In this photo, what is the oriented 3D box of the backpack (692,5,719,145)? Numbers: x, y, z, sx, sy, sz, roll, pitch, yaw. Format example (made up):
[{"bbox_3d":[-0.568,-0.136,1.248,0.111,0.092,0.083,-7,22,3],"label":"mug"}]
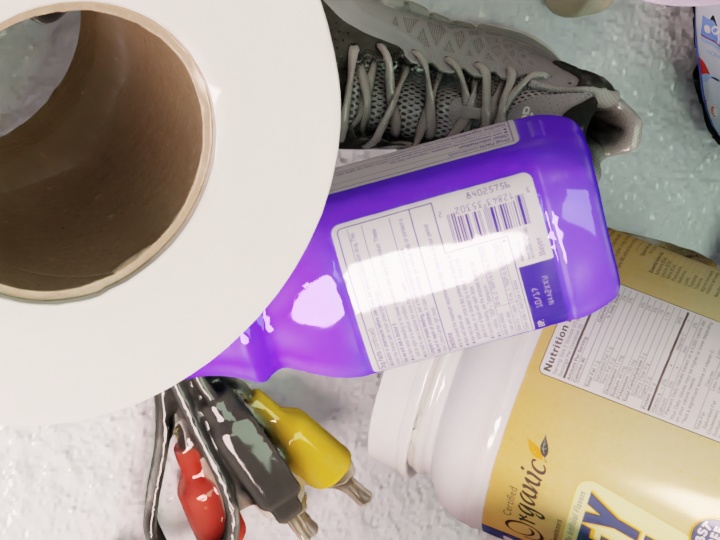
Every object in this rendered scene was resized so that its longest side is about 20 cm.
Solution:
[{"bbox_3d":[0.251,-0.123,1.217,0.190,0.154,0.200,-30,126,-14],"label":"backpack"}]

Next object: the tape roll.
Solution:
[{"bbox_3d":[-0.124,-0.064,0.922,0.202,0.139,0.203,-11,118,-22],"label":"tape roll"}]

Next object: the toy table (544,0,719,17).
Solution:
[{"bbox_3d":[0.122,-0.189,1.105,0.200,0.117,0.184,-1,107,-38],"label":"toy table"}]

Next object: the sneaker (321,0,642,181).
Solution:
[{"bbox_3d":[0.039,-0.074,1.084,0.200,0.115,0.075,0,107,-38],"label":"sneaker"}]

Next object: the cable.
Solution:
[{"bbox_3d":[-0.075,0.051,1.108,0.097,0.050,0.200,-31,113,-5],"label":"cable"}]

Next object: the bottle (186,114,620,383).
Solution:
[{"bbox_3d":[0.000,0.000,1.038,0.199,0.065,0.084,-16,118,3],"label":"bottle"}]

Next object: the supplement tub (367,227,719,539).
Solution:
[{"bbox_3d":[0.117,0.061,1.121,0.144,0.199,0.145,21,90,-79],"label":"supplement tub"}]

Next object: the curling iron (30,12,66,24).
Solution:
[{"bbox_3d":[-0.068,-0.163,1.025,0.200,0.026,0.050,-38,129,-21],"label":"curling iron"}]

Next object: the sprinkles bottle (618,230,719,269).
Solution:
[{"bbox_3d":[0.115,0.085,1.235,0.068,0.068,0.201,4,104,-39],"label":"sprinkles bottle"}]
